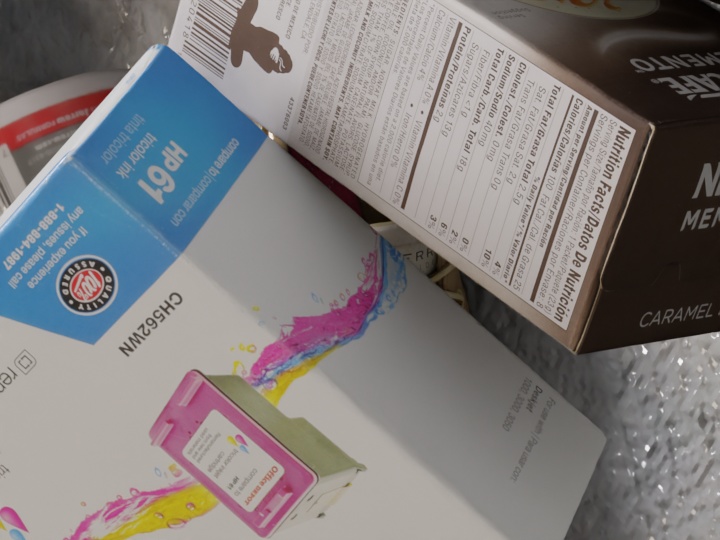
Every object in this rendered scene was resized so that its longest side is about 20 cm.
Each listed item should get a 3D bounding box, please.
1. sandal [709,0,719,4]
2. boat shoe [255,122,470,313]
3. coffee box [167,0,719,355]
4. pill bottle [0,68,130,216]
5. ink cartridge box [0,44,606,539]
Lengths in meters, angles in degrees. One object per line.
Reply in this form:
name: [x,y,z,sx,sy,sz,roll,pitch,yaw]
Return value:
sandal: [0.085,-0.129,0.890,0.200,0.082,0.055,36,102,45]
boat shoe: [0.000,0.000,0.998,0.069,0.074,0.200,-48,63,48]
coffee box: [0.047,-0.060,0.903,0.200,0.114,0.080,36,120,35]
pill bottle: [-0.083,0.035,1.067,0.114,0.114,0.200,-44,67,44]
ink cartridge box: [-0.043,0.051,0.917,0.200,0.085,0.145,40,124,-8]
